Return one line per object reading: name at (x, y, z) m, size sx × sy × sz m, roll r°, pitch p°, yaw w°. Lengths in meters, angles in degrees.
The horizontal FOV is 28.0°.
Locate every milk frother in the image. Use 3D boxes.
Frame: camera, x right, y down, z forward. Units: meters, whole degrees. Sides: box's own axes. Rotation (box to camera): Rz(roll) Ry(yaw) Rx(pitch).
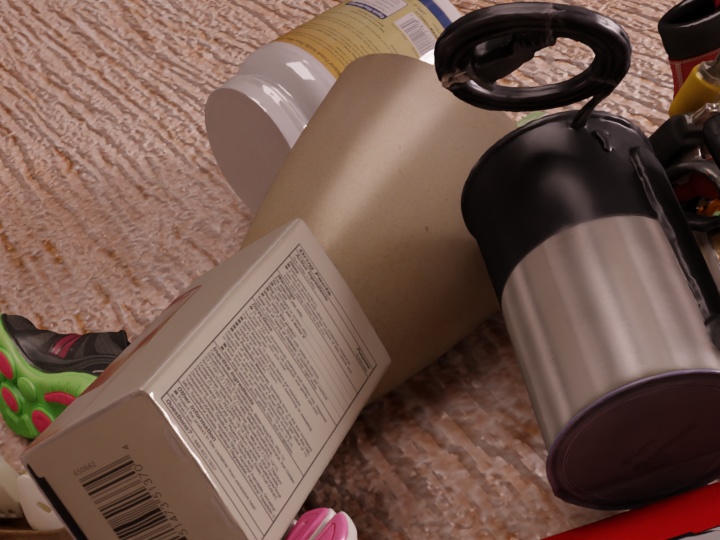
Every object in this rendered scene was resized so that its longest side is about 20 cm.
milk frother at (0.116, -0.013, 0.738) m, size 0.181 × 0.199 × 0.189 m, roll -47°, pitch 40°, yaw 32°

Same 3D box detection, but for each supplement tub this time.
supplement tub at (-0.012, -0.135, 1.165) m, size 0.200 × 0.145 × 0.144 m, roll -34°, pitch 32°, yaw -29°

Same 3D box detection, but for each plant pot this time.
plant pot at (0.000, 0.000, 0.913) m, size 0.187 × 0.188 × 0.200 m, roll 14°, pitch 55°, yaw 45°

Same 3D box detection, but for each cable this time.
cable at (0.183, -0.048, 0.889) m, size 0.050 × 0.098 × 0.200 m, roll -7°, pitch -22°, yaw -28°

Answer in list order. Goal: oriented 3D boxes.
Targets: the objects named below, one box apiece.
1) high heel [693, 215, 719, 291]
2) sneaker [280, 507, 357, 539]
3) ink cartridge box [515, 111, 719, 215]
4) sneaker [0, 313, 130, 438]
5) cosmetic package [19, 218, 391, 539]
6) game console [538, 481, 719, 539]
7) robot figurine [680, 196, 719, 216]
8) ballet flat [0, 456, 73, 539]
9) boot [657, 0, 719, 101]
high heel at (0.272, 0.013, 0.841) m, size 0.141 × 0.072 × 0.200 m, roll -6°, pitch 26°, yaw -2°
sneaker at (-0.062, 0.187, 0.697) m, size 0.199 × 0.088 × 0.074 m, roll -29°, pitch 14°, yaw 30°
ink cartridge box at (0.149, -0.052, 1.033) m, size 0.145 × 0.048 × 0.199 m, roll -32°, pitch 29°, yaw -27°
sneaker at (-0.193, 0.076, 0.982) m, size 0.083 × 0.077 × 0.199 m, roll -16°, pitch 26°, yaw -37°
cosmetic package at (-0.069, 0.068, 0.729) m, size 0.087 × 0.104 × 0.200 m, roll -28°, pitch 11°, yaw 29°
game console at (0.182, 0.161, 0.663) m, size 0.199 × 0.119 × 0.173 m, roll -18°, pitch 59°, yaw -1°
robot figurine at (0.258, -0.102, 0.915) m, size 0.145 × 0.058 × 0.200 m, roll -28°, pitch -16°, yaw -46°
ballet flat at (-0.202, 0.137, 0.860) m, size 0.199 × 0.073 × 0.068 m, roll 0°, pitch 33°, yaw 29°
boot at (0.314, -0.162, 1.034) m, size 0.199 × 0.145 × 0.072 m, roll -18°, pitch 26°, yaw -5°
